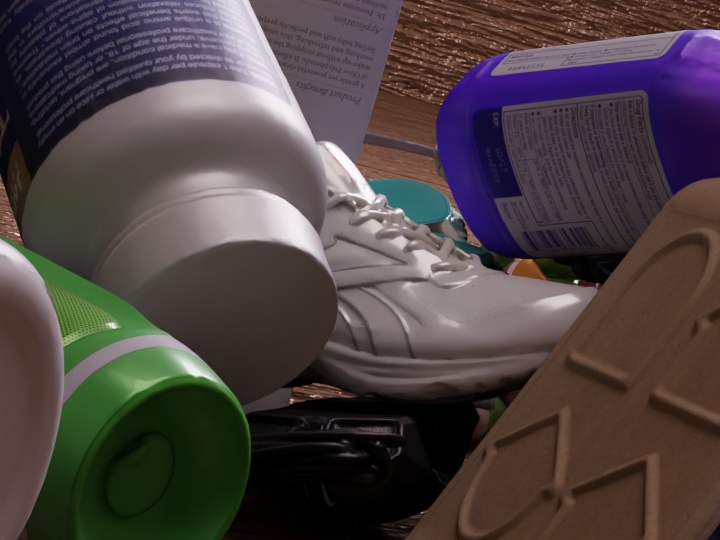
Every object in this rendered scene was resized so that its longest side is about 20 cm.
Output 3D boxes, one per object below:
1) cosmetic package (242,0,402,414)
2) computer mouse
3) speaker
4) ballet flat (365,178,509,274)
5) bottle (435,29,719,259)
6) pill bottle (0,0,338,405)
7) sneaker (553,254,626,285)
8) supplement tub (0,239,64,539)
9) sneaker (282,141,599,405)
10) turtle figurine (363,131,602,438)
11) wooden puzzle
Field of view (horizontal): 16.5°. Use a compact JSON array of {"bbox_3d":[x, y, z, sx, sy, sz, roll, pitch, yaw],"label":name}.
[{"bbox_3d":[-0.062,-0.045,1.066,0.107,0.201,0.085,16,9,-14],"label":"cosmetic package"},{"bbox_3d":[-0.035,0.074,0.923,0.140,0.046,0.200,0,0,13],"label":"computer mouse"},{"bbox_3d":[-0.127,0.034,0.810,0.200,0.089,0.088,24,10,41],"label":"speaker"},{"bbox_3d":[0.017,0.007,1.077,0.072,0.072,0.200,16,10,-11],"label":"ballet flat"},{"bbox_3d":[0.126,-0.049,0.945,0.200,0.084,0.065,-4,31,39],"label":"bottle"},{"bbox_3d":[-0.077,-0.046,0.907,0.111,0.111,0.200,12,36,-34],"label":"pill bottle"},{"bbox_3d":[0.119,-0.010,1.044,0.073,0.082,0.200,-6,5,-41],"label":"sneaker"},{"bbox_3d":[-0.189,0.017,0.661,0.200,0.123,0.122,21,9,26],"label":"supplement tub"},{"bbox_3d":[0.000,0.000,0.950,0.199,0.100,0.078,1,-1,22],"label":"sneaker"},{"bbox_3d":[0.061,0.001,1.176,0.200,0.194,0.144,46,45,-10],"label":"turtle figurine"},{"bbox_3d":[0.098,0.056,0.812,0.046,0.200,0.185,44,-5,-15],"label":"wooden puzzle"}]
